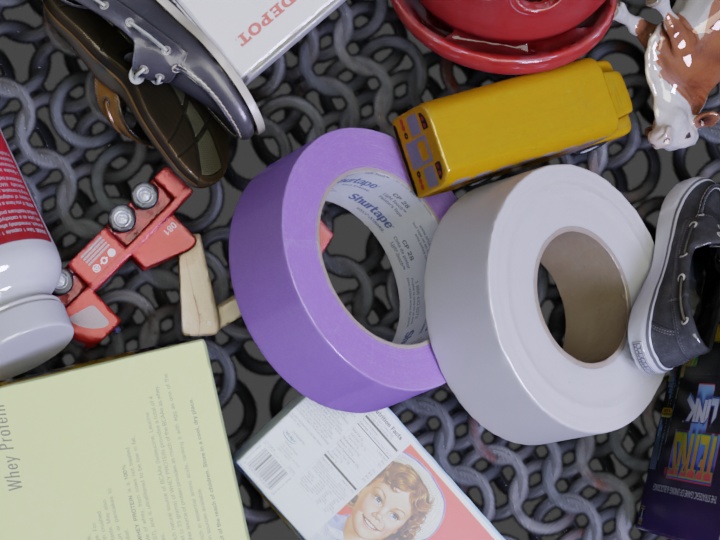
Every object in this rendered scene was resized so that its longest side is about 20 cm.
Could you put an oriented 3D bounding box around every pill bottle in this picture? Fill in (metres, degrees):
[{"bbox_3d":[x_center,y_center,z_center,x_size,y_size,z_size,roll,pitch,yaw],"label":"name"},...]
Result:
[{"bbox_3d":[-0.285,-0.025,1.499,0.112,0.112,0.201,-25,73,-7],"label":"pill bottle"}]

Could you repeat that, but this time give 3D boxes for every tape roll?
[{"bbox_3d":[0.000,0.000,1.522,0.199,0.065,0.201,20,58,-36],"label":"tape roll"},{"bbox_3d":[0.142,0.026,1.539,0.202,0.071,0.204,13,70,-40],"label":"tape roll"}]

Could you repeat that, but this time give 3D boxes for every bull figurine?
[{"bbox_3d":[0.260,-0.190,1.608,0.200,0.065,0.121,-54,127,-13],"label":"bull figurine"}]

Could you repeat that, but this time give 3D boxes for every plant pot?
[{"bbox_3d":[0.111,-0.256,1.518,0.199,0.183,0.201,3,47,-4],"label":"plant pot"}]

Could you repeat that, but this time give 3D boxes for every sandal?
[{"bbox_3d":[-0.174,-0.135,1.564,0.200,0.082,0.055,45,125,9],"label":"sandal"}]

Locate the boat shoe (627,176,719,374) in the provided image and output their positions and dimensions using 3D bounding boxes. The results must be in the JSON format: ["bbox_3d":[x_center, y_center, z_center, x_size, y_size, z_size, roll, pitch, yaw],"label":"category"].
[{"bbox_3d":[0.256,-0.003,1.557,0.070,0.066,0.200,58,39,-24],"label":"boat shoe"}]

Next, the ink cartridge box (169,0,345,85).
[{"bbox_3d":[-0.101,-0.258,1.569,0.147,0.083,0.200,-40,92,-6],"label":"ink cartridge box"}]

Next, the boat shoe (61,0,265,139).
[{"bbox_3d":[-0.153,-0.162,1.534,0.063,0.073,0.200,-42,87,-13],"label":"boat shoe"}]

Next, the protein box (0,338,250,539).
[{"bbox_3d":[-0.191,0.167,1.513,0.199,0.135,0.200,-13,89,-7],"label":"protein box"}]

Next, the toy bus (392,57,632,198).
[{"bbox_3d":[0.122,-0.112,1.565,0.199,0.078,0.066,-17,86,-28],"label":"toy bus"}]

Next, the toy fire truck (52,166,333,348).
[{"bbox_3d":[-0.134,0.000,1.571,0.141,0.049,0.200,45,84,-3],"label":"toy fire truck"}]

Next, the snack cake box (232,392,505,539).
[{"bbox_3d":[0.010,0.178,1.569,0.115,0.067,0.200,-42,92,-8],"label":"snack cake box"}]

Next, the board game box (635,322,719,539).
[{"bbox_3d":[0.272,0.124,1.534,0.056,0.200,0.167,15,85,-8],"label":"board game box"}]
